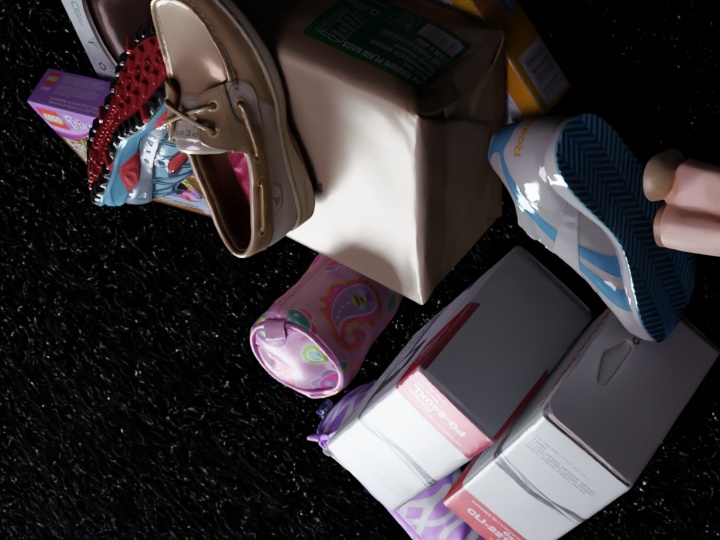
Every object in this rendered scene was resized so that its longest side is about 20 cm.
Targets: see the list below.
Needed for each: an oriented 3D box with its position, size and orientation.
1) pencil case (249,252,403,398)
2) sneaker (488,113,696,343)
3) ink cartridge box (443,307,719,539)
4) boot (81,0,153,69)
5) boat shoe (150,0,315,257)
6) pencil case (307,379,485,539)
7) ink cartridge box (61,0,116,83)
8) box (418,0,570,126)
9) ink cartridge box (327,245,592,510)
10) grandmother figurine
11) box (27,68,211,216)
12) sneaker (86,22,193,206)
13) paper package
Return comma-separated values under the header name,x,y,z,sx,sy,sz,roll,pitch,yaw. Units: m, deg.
name,x,y,z,sx,sy,sz,roll,pitch,yaw
pencil case,0.000,0.000,1.269,0.087,0.200,0.088,24,146,18
sneaker,0.161,-0.030,1.162,0.081,0.077,0.200,8,142,48
ink cartridge box,0.162,0.117,1.279,0.084,0.144,0.200,39,149,3
boot,-0.119,-0.228,1.221,0.199,0.064,0.187,1,110,43
boat shoe,-0.090,-0.095,1.110,0.074,0.069,0.201,8,133,42
pencil case,0.044,0.191,1.557,0.200,0.086,0.084,47,150,-9
ink cartridge box,-0.147,-0.180,1.367,0.199,0.039,0.100,16,139,39
box,0.041,-0.148,1.197,0.200,0.041,0.119,-7,123,54
ink cartridge box,0.073,0.088,1.342,0.083,0.145,0.200,42,149,-2
grandmother figurine,0.276,-0.020,1.073,0.199,0.061,0.121,17,149,39
box,-0.170,-0.101,1.449,0.199,0.039,0.137,16,157,36
sneaker,-0.138,-0.118,1.276,0.200,0.095,0.080,-47,47,53
paper package,-0.010,-0.103,1.174,0.200,0.103,0.191,27,145,26
